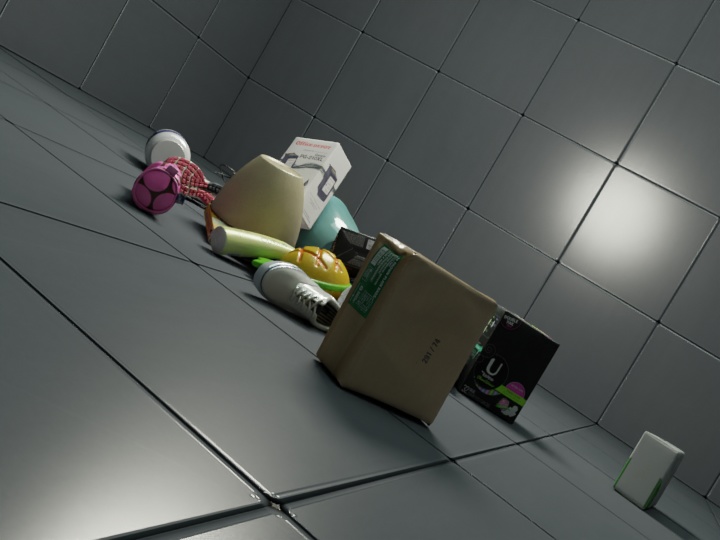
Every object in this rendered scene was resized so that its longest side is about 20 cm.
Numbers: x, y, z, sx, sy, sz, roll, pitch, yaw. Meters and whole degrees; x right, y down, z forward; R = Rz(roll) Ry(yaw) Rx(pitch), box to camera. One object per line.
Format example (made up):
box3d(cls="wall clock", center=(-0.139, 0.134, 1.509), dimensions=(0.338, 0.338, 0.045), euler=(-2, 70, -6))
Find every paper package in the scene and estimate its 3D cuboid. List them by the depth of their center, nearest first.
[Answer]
box3d(cls="paper package", center=(0.063, 0.083, 1.070), dimensions=(0.189, 0.203, 0.103), euler=(28, 4, -36))

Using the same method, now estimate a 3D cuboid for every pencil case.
box3d(cls="pencil case", center=(-0.371, -0.159, 1.431), dimensions=(0.090, 0.095, 0.200), euler=(30, 3, -18))

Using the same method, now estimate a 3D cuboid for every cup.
box3d(cls="cup", center=(-0.196, -0.155, 1.618), dimensions=(0.197, 0.145, 0.201), euler=(28, 12, -6))

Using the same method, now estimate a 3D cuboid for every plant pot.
box3d(cls="plant pot", center=(-0.084, -0.057, 1.831), dimensions=(0.199, 0.202, 0.161), euler=(29, 13, -36))

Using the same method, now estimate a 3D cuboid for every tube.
box3d(cls="tube", center=(-0.191, -0.048, 1.457), dimensions=(0.198, 0.052, 0.059), euler=(9, 57, -46))

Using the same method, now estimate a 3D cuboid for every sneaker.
box3d(cls="sneaker", center=(-0.091, 0.044, 1.278), dimensions=(0.199, 0.074, 0.070), euler=(30, 0, -45))
box3d(cls="sneaker", center=(-0.422, -0.212, 1.944), dimensions=(0.074, 0.082, 0.199), euler=(14, -20, 48))

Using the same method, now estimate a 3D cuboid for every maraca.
box3d(cls="maraca", center=(-0.106, 0.008, 1.428), dimensions=(0.197, 0.109, 0.136), euler=(11, 7, -36))

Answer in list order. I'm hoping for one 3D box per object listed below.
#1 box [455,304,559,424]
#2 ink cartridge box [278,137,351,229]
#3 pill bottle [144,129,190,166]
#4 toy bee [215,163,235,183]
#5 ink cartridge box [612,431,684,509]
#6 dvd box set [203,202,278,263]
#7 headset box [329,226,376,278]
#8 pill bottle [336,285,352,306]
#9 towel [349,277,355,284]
box3d(cls="box", center=(0.313, 0.199, 1.689), dimensions=(0.147, 0.202, 0.124), euler=(31, 3, -5))
box3d(cls="ink cartridge box", center=(-0.134, -0.207, 1.795), dimensions=(0.143, 0.202, 0.085), euler=(14, -30, 35))
box3d(cls="pill bottle", center=(-0.507, -0.304, 2.021), dimensions=(0.118, 0.121, 0.200), euler=(30, 3, -20))
box3d(cls="toy bee", center=(-0.299, -0.129, 1.806), dimensions=(0.200, 0.110, 0.130), euler=(44, -32, -18))
box3d(cls="ink cartridge box", center=(0.652, 0.449, 1.732), dimensions=(0.082, 0.149, 0.199), euler=(31, 2, 30))
box3d(cls="dvd box set", center=(-0.247, -0.071, 1.576), dimensions=(0.144, 0.030, 0.200), euler=(25, 13, -21))
box3d(cls="headset box", center=(0.000, 0.000, 1.595), dimensions=(0.146, 0.077, 0.200), euler=(19, -21, -6))
box3d(cls="pill bottle", center=(0.032, 0.089, 1.441), dimensions=(0.111, 0.114, 0.200), euler=(33, 4, 21))
box3d(cls="towel", center=(-0.018, 0.048, 1.584), dimensions=(0.196, 0.024, 0.145), euler=(7, -20, 26))
